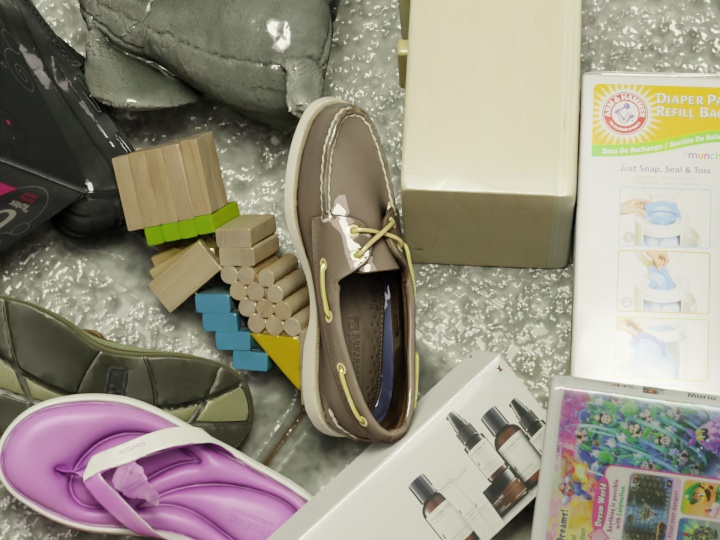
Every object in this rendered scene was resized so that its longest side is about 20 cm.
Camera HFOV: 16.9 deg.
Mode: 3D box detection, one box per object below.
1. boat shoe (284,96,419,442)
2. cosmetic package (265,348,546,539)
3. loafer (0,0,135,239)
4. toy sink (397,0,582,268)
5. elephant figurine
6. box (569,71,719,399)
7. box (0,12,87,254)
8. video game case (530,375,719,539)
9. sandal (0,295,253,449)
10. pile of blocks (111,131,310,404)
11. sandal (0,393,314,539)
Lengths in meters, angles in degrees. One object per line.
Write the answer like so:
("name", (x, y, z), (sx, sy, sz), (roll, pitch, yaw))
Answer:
("boat shoe", (0.000, 0.000, 1.407), (0.071, 0.059, 0.202), (-6, 97, -35))
("cosmetic package", (0.027, 0.142, 1.419), (0.200, 0.051, 0.083), (-42, 100, -12))
("loafer", (-0.191, -0.110, 1.524), (0.070, 0.068, 0.201), (-17, 65, -27))
("toy sink", (0.077, -0.118, 1.481), (0.111, 0.130, 0.201), (3, 72, 3))
("elephant figurine", (-0.116, -0.156, 1.494), (0.199, 0.155, 0.142), (11, 73, -2))
("box", (0.177, -0.006, 1.447), (0.101, 0.113, 0.201), (2, 72, 5))
("box", (-0.268, -0.110, 1.446), (0.106, 0.122, 0.201), (-34, 70, 16))
("video game case", (0.186, 0.166, 1.378), (0.181, 0.024, 0.201), (7, 107, 5))
("sandal", (-0.164, 0.071, 1.465), (0.200, 0.057, 0.080), (17, 90, -11))
("pile of blocks", (-0.074, 0.002, 1.480), (0.082, 0.062, 0.201), (-36, 89, 22))
("sandal", (-0.113, 0.124, 1.419), (0.201, 0.050, 0.083), (16, 86, -8))
